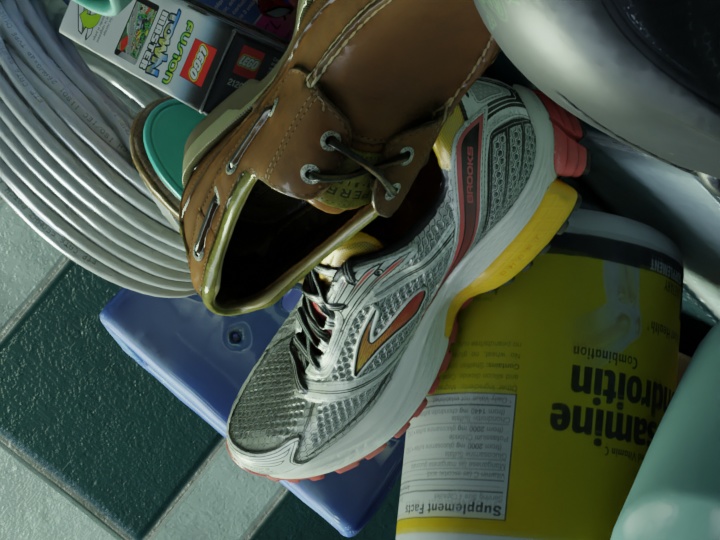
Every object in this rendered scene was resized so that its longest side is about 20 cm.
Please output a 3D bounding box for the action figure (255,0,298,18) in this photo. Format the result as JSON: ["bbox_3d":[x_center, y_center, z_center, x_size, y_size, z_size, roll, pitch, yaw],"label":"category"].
[{"bbox_3d":[-0.033,-0.132,0.781,0.065,0.052,0.200,36,175,4],"label":"action figure"}]

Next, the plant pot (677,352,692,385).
[{"bbox_3d":[0.144,0.165,0.977,0.186,0.201,0.187,32,170,6],"label":"plant pot"}]

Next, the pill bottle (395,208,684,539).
[{"bbox_3d":[0.073,0.082,0.832,0.111,0.202,0.112,6,168,1],"label":"pill bottle"}]

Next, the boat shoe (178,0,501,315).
[{"bbox_3d":[-0.001,-0.048,0.687,0.071,0.069,0.200,15,146,-21],"label":"boat shoe"}]

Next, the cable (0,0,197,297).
[{"bbox_3d":[-0.127,-0.076,1.023,0.200,0.069,0.200,45,-162,4],"label":"cable"}]

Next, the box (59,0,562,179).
[{"bbox_3d":[-0.017,-0.071,0.843,0.199,0.035,0.110,19,-171,-43],"label":"box"}]

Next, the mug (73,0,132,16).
[{"bbox_3d":[-0.100,-0.175,0.561,0.185,0.115,0.152,45,172,-33],"label":"mug"}]

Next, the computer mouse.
[{"bbox_3d":[0.094,-0.050,0.570,0.200,0.053,0.138,42,174,-14],"label":"computer mouse"}]

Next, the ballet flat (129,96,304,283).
[{"bbox_3d":[-0.017,-0.020,0.921,0.198,0.068,0.072,18,163,-13],"label":"ballet flat"}]

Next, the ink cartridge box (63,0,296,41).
[{"bbox_3d":[-0.118,-0.170,0.879,0.136,0.076,0.200,34,170,40],"label":"ink cartridge box"}]

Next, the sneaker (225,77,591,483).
[{"bbox_3d":[0.000,0.000,0.792,0.082,0.201,0.078,15,-150,-38],"label":"sneaker"}]

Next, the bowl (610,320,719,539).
[{"bbox_3d":[0.167,0.120,0.726,0.200,0.105,0.202,35,146,29],"label":"bowl"}]

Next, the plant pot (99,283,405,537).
[{"bbox_3d":[-0.027,0.035,1.254,0.199,0.180,0.200,38,173,4],"label":"plant pot"}]
